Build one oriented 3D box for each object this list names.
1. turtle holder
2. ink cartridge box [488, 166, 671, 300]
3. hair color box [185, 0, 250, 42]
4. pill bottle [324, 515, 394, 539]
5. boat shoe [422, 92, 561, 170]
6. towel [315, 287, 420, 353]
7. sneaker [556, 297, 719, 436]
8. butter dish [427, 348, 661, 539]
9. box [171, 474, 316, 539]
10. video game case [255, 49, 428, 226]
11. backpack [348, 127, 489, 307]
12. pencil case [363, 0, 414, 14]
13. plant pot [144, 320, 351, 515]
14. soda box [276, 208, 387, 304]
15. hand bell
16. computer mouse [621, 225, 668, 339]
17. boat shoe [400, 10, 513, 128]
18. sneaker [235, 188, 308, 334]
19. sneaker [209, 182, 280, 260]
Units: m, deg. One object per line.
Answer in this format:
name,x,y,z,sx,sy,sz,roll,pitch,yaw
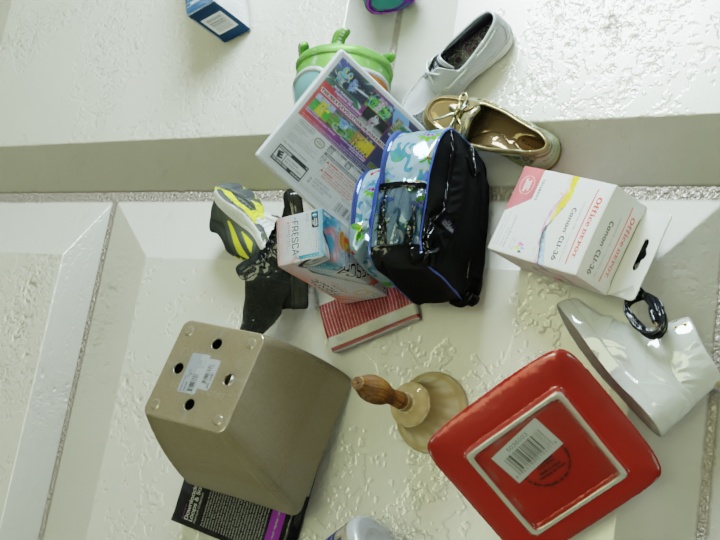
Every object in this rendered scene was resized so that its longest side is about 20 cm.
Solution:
turtle holder,-0.043,-0.248,1.443,0.183,0.141,0.134,0,75,29
ink cartridge box,0.256,-0.046,1.206,0.199,0.067,0.118,21,85,54
hair color box,-0.239,-0.486,1.659,0.060,0.100,0.203,-19,65,26
pill bottle,-0.043,0.403,1.253,0.200,0.111,0.112,-41,59,13
boat shoe,0.166,-0.188,1.330,0.198,0.063,0.074,20,89,25
towel,0.000,0.000,1.410,0.143,0.023,0.202,-23,66,21
sneaker,0.323,0.082,1.170,0.115,0.074,0.201,-37,55,-1
butter dish,0.204,0.187,1.164,0.199,0.148,0.200,-38,103,16
box,-0.160,0.302,1.401,0.198,0.036,0.145,12,80,32
video game case,-0.011,-0.159,1.365,0.183,0.200,0.023,-51,17,-5
backpack,0.075,-0.074,1.292,0.145,0.183,0.203,1,70,30
pencil case,0.027,-0.480,1.507,0.092,0.084,0.202,-41,55,47
plant pot,-0.160,0.173,1.328,0.198,0.177,0.202,9,64,31
soda box,-0.033,-0.014,1.303,0.068,0.200,0.064,-12,71,22
hand bell,0.045,0.156,1.226,0.103,0.200,0.106,-9,70,27
computer mouse,0.323,0.000,1.181,0.058,0.034,0.202,-29,44,29
boat shoe,0.122,-0.274,1.395,0.199,0.068,0.072,-37,60,16
sneaker,-0.125,-0.009,1.393,0.103,0.060,0.203,-3,103,-1
sneaker,-0.149,-0.042,1.494,0.200,0.074,0.085,47,132,23
